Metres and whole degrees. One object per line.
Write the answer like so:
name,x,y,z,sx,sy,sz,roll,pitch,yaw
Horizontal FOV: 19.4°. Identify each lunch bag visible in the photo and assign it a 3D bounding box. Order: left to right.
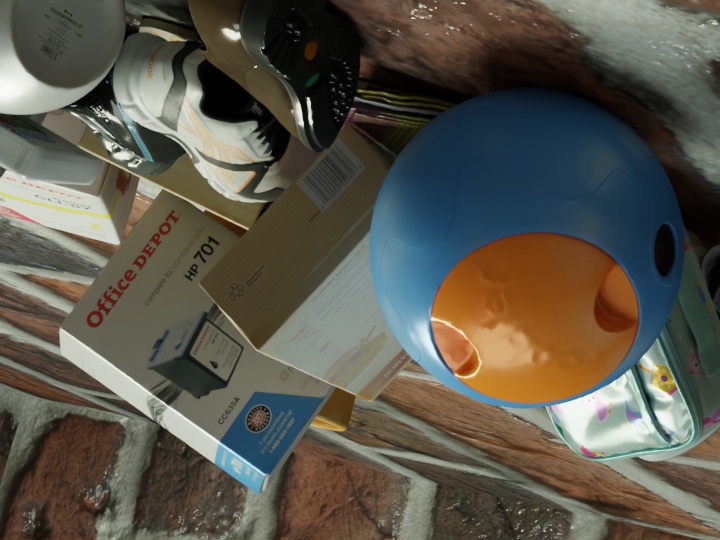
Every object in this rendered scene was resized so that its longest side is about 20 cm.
lunch bag,0.178,0.031,1.487,0.077,0.202,0.160,-27,-172,-33

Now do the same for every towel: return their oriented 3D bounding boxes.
towel,0.044,-0.089,1.494,0.142,0.023,0.200,10,170,-6

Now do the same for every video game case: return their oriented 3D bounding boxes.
video game case,-0.268,-0.111,1.384,0.181,0.024,0.200,31,-176,3

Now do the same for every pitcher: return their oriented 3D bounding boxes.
pitcher,-0.213,-0.153,1.319,0.171,0.122,0.199,27,173,-39

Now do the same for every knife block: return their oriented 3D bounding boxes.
knife block,-0.090,-0.070,1.579,0.199,0.064,0.175,24,-178,-33

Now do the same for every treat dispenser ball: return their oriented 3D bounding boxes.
treat dispenser ball,0.105,-0.015,1.335,0.199,0.203,0.201,15,169,3

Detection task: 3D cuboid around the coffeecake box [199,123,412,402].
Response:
coffeecake box,0.000,0.000,1.504,0.073,0.154,0.200,47,-173,26

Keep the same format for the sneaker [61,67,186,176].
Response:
sneaker,-0.193,-0.144,1.487,0.199,0.074,0.082,28,144,-29

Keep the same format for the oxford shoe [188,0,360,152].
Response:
oxford shoe,-0.054,-0.139,1.317,0.084,0.073,0.200,21,164,23

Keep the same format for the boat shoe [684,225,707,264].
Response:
boat shoe,0.230,0.017,1.610,0.074,0.069,0.200,37,174,26

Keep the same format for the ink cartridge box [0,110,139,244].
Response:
ink cartridge box,-0.265,-0.096,1.758,0.144,0.084,0.200,16,169,1

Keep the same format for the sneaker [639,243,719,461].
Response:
sneaker,0.254,0.052,1.537,0.070,0.200,0.108,51,-170,31

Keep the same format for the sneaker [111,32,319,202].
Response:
sneaker,-0.082,-0.098,1.443,0.079,0.074,0.200,5,164,38

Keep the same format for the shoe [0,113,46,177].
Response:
shoe,-0.285,-0.118,1.541,0.090,0.072,0.200,28,-149,-3

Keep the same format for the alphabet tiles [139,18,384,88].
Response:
alphabet tiles,-0.064,-0.130,1.491,0.194,0.015,0.200,17,169,-4

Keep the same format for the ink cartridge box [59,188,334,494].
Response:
ink cartridge box,-0.115,0.055,1.651,0.199,0.147,0.086,34,164,3

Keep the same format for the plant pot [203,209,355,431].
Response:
plant pot,-0.082,0.021,1.801,0.198,0.185,0.200,16,173,2
